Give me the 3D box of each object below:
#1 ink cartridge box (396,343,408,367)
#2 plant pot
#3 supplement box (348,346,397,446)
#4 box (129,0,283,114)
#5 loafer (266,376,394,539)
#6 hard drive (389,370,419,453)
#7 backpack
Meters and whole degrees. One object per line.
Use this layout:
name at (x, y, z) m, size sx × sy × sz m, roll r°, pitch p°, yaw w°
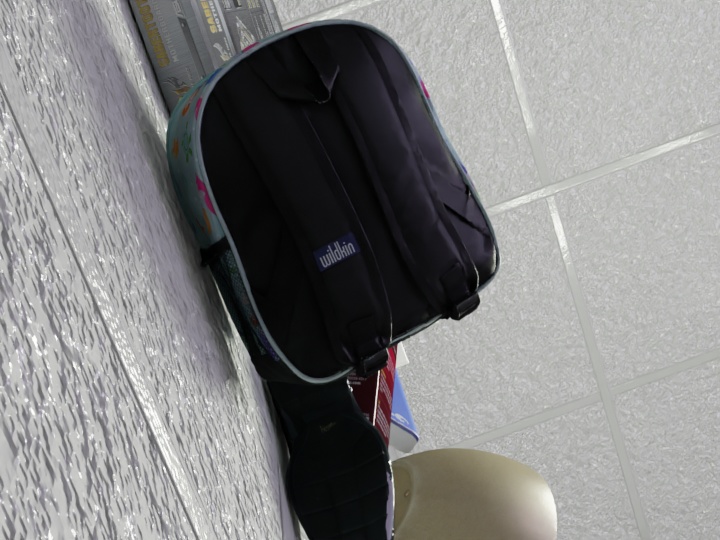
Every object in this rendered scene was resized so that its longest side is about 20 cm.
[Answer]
ink cartridge box at (-0.010, 0.076, 1.377) m, size 0.116 × 0.067 × 0.202 m, roll -33°, pitch -106°, yaw 62°
plant pot at (0.072, 0.254, 1.107) m, size 0.134 × 0.201 × 0.201 m, roll 31°, pitch 19°, yaw -23°
supplement box at (-0.004, 0.070, 0.951) m, size 0.109 × 0.060 × 0.202 m, roll 70°, pitch 25°, yaw -67°
box at (-0.119, -0.212, 0.864) m, size 0.202 × 0.048 × 0.158 m, roll 70°, pitch 22°, yaw -10°
loafer at (-0.015, 0.137, 0.793) m, size 0.201 × 0.072 × 0.073 m, roll -107°, pitch -178°, yaw -49°
hard drive at (-0.010, 0.106, 1.201) m, size 0.131 × 0.025 × 0.200 m, roll 33°, pitch 13°, yaw -16°
backpack at (-0.027, -0.049, 0.722) m, size 0.150 × 0.176 × 0.202 m, roll 5°, pitch -58°, yaw 66°
